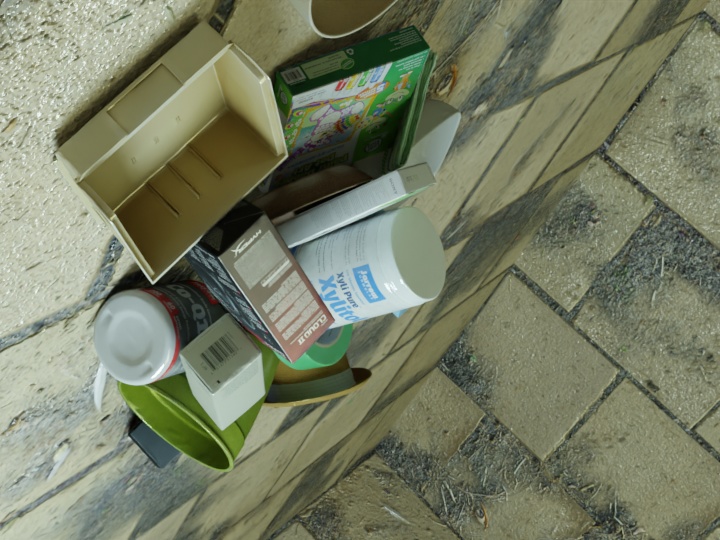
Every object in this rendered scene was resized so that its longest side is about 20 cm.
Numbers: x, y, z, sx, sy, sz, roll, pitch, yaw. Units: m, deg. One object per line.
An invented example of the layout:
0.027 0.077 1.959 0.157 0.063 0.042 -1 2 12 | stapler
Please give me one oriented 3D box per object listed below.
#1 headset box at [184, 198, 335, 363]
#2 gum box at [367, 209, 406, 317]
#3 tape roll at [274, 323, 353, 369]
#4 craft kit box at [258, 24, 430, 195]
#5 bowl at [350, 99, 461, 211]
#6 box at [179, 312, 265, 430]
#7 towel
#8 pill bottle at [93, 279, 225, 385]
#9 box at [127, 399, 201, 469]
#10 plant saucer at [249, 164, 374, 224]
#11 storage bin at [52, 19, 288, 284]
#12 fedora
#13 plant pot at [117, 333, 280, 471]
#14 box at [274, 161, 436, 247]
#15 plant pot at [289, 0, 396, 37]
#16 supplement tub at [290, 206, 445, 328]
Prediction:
-0.125 0.004 1.290 0.077 0.148 0.201 -44 130 -14 | headset box
0.007 -0.041 1.673 0.044 0.200 0.170 -42 166 -21 | gum box
-0.078 0.040 1.645 0.048 0.203 0.200 -12 -175 29 | tape roll
-0.028 -0.192 1.386 0.198 0.049 0.198 -24 160 -26 | craft kit box
0.053 -0.166 1.734 0.199 0.075 0.201 -40 164 -27 | bowl
-0.168 0.129 1.411 0.082 0.068 0.200 -39 167 -17 | box
0.061 -0.202 1.512 0.200 0.023 0.154 180 -75 -83 | towel
-0.235 0.072 1.437 0.114 0.114 0.200 -51 166 19 | pill bottle
-0.259 0.209 1.756 0.200 0.079 0.141 -43 180 -15 | box
-0.079 -0.088 1.419 0.198 0.037 0.200 -24 -179 0 | plant saucer
-0.180 -0.115 1.120 0.200 0.094 0.199 -44 167 -11 | storage bin
-0.084 0.153 1.776 0.198 0.083 0.201 -10 -173 1 | fedora
-0.207 0.146 1.618 0.194 0.199 0.201 -53 170 -25 | plant pot
-0.013 -0.079 1.432 0.198 0.037 0.144 -22 -178 20 | box
-0.017 -0.319 0.958 0.200 0.134 0.201 -43 166 -13 | plant pot
0.000 0.000 1.532 0.198 0.133 0.132 -17 -174 36 | supplement tub
